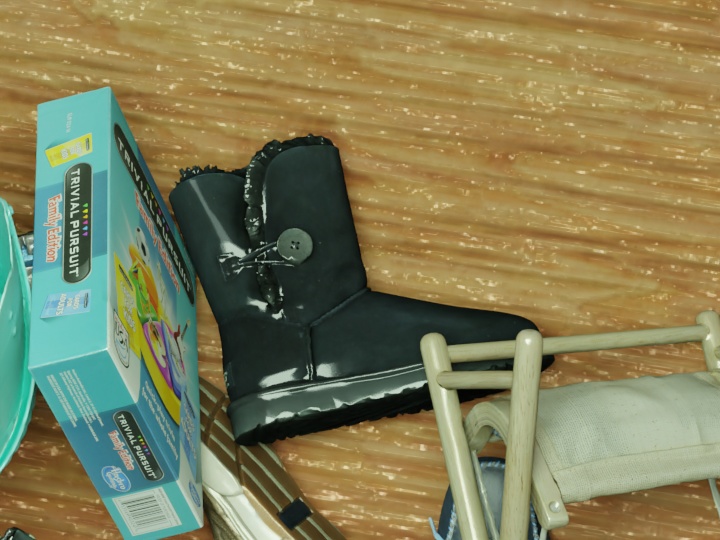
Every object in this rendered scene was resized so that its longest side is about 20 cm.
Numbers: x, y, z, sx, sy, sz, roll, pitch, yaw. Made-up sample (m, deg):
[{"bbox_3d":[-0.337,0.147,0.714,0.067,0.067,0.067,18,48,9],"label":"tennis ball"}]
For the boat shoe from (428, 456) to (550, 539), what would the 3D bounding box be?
[{"bbox_3d":[0.082,0.205,1.450,0.084,0.069,0.201,-6,82,2],"label":"boat shoe"}]

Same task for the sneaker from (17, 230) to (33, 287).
[{"bbox_3d":[-0.242,0.033,1.491,0.199,0.075,0.087,-12,89,3],"label":"sneaker"}]

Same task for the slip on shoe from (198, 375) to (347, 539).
[{"bbox_3d":[-0.064,0.143,1.469,0.200,0.076,0.061,46,113,8],"label":"slip on shoe"}]

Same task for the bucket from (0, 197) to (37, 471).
[{"bbox_3d":[-0.266,0.035,1.336,0.206,0.135,0.208,-3,61,5],"label":"bucket"}]

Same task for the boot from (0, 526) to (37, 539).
[{"bbox_3d":[-0.248,0.199,1.439,0.203,0.073,0.154,40,82,-27],"label":"boot"}]

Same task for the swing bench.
[{"bbox_3d":[0.152,0.126,1.391,0.198,0.130,0.202,-4,89,-25],"label":"swing bench"}]

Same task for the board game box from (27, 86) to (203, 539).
[{"bbox_3d":[-0.132,0.023,1.397,0.047,0.151,0.201,-14,45,9],"label":"board game box"}]

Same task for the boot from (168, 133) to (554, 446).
[{"bbox_3d":[0.000,0.000,1.475,0.199,0.076,0.169,-11,75,-8],"label":"boot"}]
